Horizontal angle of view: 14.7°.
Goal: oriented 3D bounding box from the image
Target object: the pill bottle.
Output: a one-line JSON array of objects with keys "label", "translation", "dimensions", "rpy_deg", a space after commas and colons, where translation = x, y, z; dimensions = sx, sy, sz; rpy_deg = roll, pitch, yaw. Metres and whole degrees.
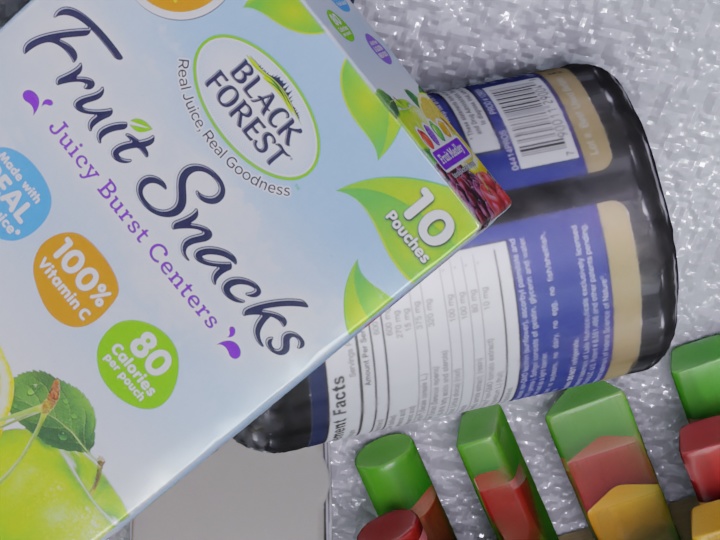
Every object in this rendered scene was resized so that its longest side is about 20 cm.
[{"label": "pill bottle", "translation": [0.000, 0.000, 0.966], "dimensions": [0.199, 0.112, 0.112], "rpy_deg": [-12, 130, -9]}]

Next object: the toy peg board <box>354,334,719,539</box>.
[{"label": "toy peg board", "translation": [0.079, 0.120, 1.050], "dimensions": [0.199, 0.199, 0.098], "rpy_deg": [-18, 112, 14]}]

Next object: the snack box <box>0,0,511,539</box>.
[{"label": "snack box", "translation": [-0.075, -0.011, 0.871], "dimensions": [0.200, 0.053, 0.142], "rpy_deg": [-39, 90, 18]}]

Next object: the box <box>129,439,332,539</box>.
[{"label": "box", "translation": [-0.050, 0.156, 1.132], "dimensions": [0.077, 0.095, 0.200], "rpy_deg": [0, 128, -1]}]

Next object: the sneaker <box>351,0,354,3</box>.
[{"label": "sneaker", "translation": [-0.100, -0.099, 0.926], "dimensions": [0.199, 0.081, 0.147], "rpy_deg": [3, 126, -11]}]
